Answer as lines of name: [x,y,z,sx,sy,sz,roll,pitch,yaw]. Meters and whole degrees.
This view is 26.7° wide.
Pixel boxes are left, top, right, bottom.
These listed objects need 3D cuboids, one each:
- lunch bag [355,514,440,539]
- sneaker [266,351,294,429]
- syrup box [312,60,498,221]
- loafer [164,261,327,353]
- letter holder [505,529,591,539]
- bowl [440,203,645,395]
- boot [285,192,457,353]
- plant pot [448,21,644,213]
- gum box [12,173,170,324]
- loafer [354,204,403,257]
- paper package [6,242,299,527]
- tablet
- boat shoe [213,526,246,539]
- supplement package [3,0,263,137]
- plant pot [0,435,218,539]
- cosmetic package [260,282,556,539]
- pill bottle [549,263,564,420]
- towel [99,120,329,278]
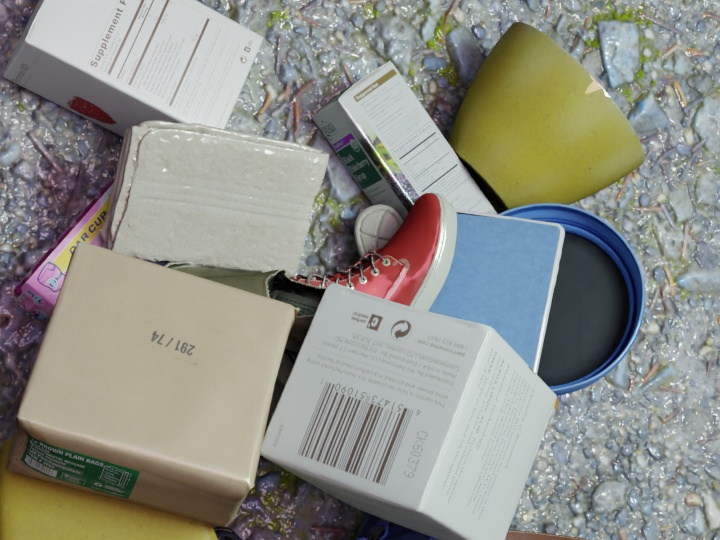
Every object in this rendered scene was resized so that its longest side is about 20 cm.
lunch bag: [0.070,0.312,1.472,0.200,0.132,0.136,41,67,-26]
sneaker: [-0.078,0.153,1.479,0.092,0.076,0.200,-39,89,-17]
syrup box: [0.045,-0.107,1.567,0.081,0.079,0.200,-39,97,-24]
loafer: [-0.094,0.022,1.378,0.200,0.070,0.075,11,44,-2]
letter holder: [0.179,0.324,1.418,0.200,0.142,0.101,12,114,-34]
bowl: [0.181,0.031,1.501,0.200,0.039,0.201,-4,67,10]
boot: [0.000,0.000,1.460,0.144,0.072,0.200,25,90,-25]
plant pot: [0.176,-0.137,1.584,0.142,0.200,0.200,-43,99,-3]
gum box: [-0.225,-0.011,1.440,0.113,0.066,0.200,43,67,-13]
loafer: [0.039,0.032,1.551,0.072,0.063,0.200,-13,88,-1]
paper package: [-0.173,0.098,1.274,0.200,0.103,0.191,18,53,-8]
tablet: [0.120,0.038,1.482,0.130,0.014,0.200,9,71,15]
boat shoe: [-0.084,0.325,1.444,0.075,0.062,0.200,-37,97,-26]
supplement package: [-0.218,-0.204,1.447,0.200,0.121,0.120,27,72,-17]
plant pot: [-0.241,0.239,1.328,0.194,0.196,0.200,-10,74,-24]
cosmetic package: [0.048,0.134,1.332,0.200,0.165,0.165,42,67,-59]
pill bottle: [0.176,0.049,1.578,0.112,0.112,0.200,26,72,-17]
towel: [-0.135,-0.065,1.408,0.200,0.034,0.133,8,108,-27]
